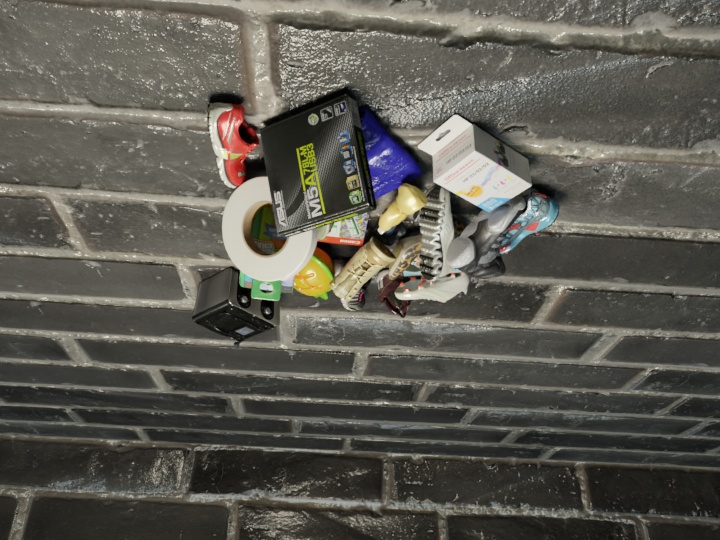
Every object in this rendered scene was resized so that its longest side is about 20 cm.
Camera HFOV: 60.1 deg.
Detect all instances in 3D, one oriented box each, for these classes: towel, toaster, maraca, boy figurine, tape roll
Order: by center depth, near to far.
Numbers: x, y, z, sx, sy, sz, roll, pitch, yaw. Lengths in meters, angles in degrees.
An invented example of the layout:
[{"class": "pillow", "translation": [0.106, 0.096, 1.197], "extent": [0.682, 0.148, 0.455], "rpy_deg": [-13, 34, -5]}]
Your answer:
[{"class": "towel", "translation": [0.010, -0.211, 1.191], "extent": [0.146, 0.051, 0.199], "rpy_deg": [-19, 143, 33]}, {"class": "tape roll", "translation": [-0.178, -0.080, 1.217], "extent": [0.198, 0.208, 0.037], "rpy_deg": [-10, -178, 19]}, {"class": "boy figurine", "translation": [0.088, -0.124, 1.279], "extent": [0.065, 0.124, 0.200], "rpy_deg": [48, 157, 4]}, {"class": "maraca", "translation": [-0.123, 0.010, 1.508], "extent": [0.136, 0.108, 0.201], "rpy_deg": [32, 155, 9]}, {"class": "toaster", "translation": [-0.333, 0.100, 1.661], "extent": [0.198, 0.121, 0.180], "rpy_deg": [-24, 140, 35]}]

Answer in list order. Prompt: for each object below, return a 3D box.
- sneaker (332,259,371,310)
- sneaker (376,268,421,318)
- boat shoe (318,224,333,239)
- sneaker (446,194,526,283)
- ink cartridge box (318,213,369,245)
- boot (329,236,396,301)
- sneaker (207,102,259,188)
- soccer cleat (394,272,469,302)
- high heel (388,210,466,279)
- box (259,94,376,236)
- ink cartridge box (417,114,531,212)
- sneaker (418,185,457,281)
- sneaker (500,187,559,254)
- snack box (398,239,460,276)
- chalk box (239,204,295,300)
[{"class": "sneaker", "translation": [-0.009, 0.041, 1.587], "extent": [0.085, 0.075, 0.201], "rpy_deg": [-1, 145, 17]}, {"class": "sneaker", "translation": [0.134, 0.070, 1.588], "extent": [0.195, 0.118, 0.076], "rpy_deg": [7, 150, -8]}, {"class": "boat shoe", "translation": [-0.066, -0.132, 1.226], "extent": [0.060, 0.072, 0.202], "rpy_deg": [-37, 164, -23]}, {"class": "sneaker", "translation": [0.277, -0.061, 1.287], "extent": [0.200, 0.076, 0.113], "rpy_deg": [-44, 122, 13]}, {"class": "ink cartridge box", "translation": [-0.042, -0.098, 1.380], "extent": [0.106, 0.051, 0.201], "rpy_deg": [5, 148, -4]}, {"class": "boot", "translation": [0.000, 0.000, 1.379], "extent": [0.073, 0.156, 0.200], "rpy_deg": [43, -178, -7]}, {"class": "sneaker", "translation": [-0.228, -0.226, 1.157], "extent": [0.083, 0.079, 0.201], "rpy_deg": [-4, 150, -1]}, {"class": "soccer cleat", "translation": [0.181, 0.050, 1.539], "extent": [0.196, 0.069, 0.079], "rpy_deg": [-15, 116, -12]}, {"class": "high heel", "translation": [0.153, -0.039, 1.409], "extent": [0.140, 0.072, 0.202], "rpy_deg": [17, 125, -17]}, {"class": "box", "translation": [-0.078, -0.181, 1.104], "extent": [0.189, 0.205, 0.047], "rpy_deg": [-13, 173, 23]}, {"class": "ink cartridge box", "translation": [0.215, -0.198, 1.182], "extent": [0.197, 0.069, 0.115], "rpy_deg": [22, 144, -30]}, {"class": "sneaker", "translation": [0.170, -0.081, 1.319], "extent": [0.080, 0.075, 0.205], "rpy_deg": [-10, 113, -29]}, {"class": "sneaker", "translation": [0.322, -0.112, 1.336], "extent": [0.095, 0.080, 0.199], "rpy_deg": [35, 132, -22]}, {"class": "snack box", "translation": [0.193, -0.036, 1.485], "extent": [0.195, 0.038, 0.117], "rpy_deg": [-4, 148, 11]}, {"class": "chalk box", "translation": [-0.195, -0.035, 1.346], "extent": [0.122, 0.204, 0.125], "rpy_deg": [6, 150, -8]}]
